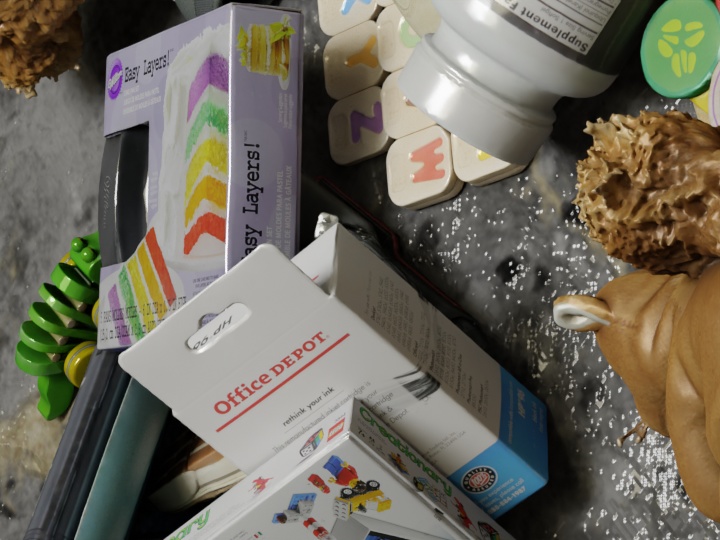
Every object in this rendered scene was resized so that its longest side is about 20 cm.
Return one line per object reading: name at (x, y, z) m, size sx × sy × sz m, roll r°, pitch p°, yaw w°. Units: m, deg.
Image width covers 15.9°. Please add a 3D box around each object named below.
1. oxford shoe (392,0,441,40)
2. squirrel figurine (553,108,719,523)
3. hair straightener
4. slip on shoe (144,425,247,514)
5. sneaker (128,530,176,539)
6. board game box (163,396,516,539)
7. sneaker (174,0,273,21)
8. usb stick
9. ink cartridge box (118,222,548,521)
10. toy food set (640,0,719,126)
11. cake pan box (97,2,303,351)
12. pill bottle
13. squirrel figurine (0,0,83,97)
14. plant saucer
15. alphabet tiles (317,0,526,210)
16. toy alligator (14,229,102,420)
oxford shoe at (-0.001, -0.193, 1.397) m, size 0.200 × 0.074 × 0.071 m, roll 57°, pitch 140°, yaw 12°
squirrel figurine at (0.171, 0.012, 1.180) m, size 0.187 × 0.141 × 0.200 m, roll 28°, pitch 135°, yaw 63°
hair straightener at (0.000, 0.000, 1.404) m, size 0.041 × 0.077 × 0.200 m, roll -53°, pitch 49°, yaw 12°
slip on shoe at (-0.056, 0.101, 1.454) m, size 0.200 × 0.061 × 0.076 m, roll -36°, pitch 21°, yaw 49°
sneaker at (-0.063, 0.199, 1.435) m, size 0.200 × 0.074 × 0.088 m, roll 9°, pitch 95°, yaw 46°
board game box at (-0.031, 0.164, 1.319) m, size 0.200 × 0.126 × 0.035 m, roll -38°, pitch 22°, yaw 26°
sneaker at (-0.045, -0.211, 1.507) m, size 0.200 × 0.074 × 0.085 m, roll -52°, pitch 55°, yaw 36°
usb stick at (-0.173, 0.130, 1.524) m, size 0.055 × 0.033 × 0.200 m, roll 104°, pitch -177°, yaw -60°
ink cartridge box at (-0.012, 0.059, 1.310) m, size 0.116 × 0.200 × 0.068 m, roll -37°, pitch 25°, yaw 25°
toy food set at (0.229, -0.117, 1.220) m, size 0.200 × 0.049 × 0.198 m, roll 44°, pitch 113°, yaw 40°
cake pan box at (-0.094, -0.047, 1.476) m, size 0.200 × 0.052 × 0.185 m, roll -7°, pitch 78°, yaw 63°
pill bottle at (0.103, -0.157, 1.302) m, size 0.111 × 0.111 × 0.200 m, roll 46°, pitch 111°, yaw 40°
squirrel figurine at (-0.214, -0.216, 1.598) m, size 0.187 × 0.141 × 0.200 m, roll -8°, pitch 65°, yaw 61°
plant saucer at (-0.145, 0.144, 1.484) m, size 0.200 × 0.027 × 0.200 m, roll -161°, pitch 90°, yaw -87°
alphabet tiles at (0.047, -0.139, 1.432) m, size 0.195 × 0.015 × 0.200 m, roll -19°, pitch 69°, yaw 41°
toy alligator at (-0.167, 0.005, 1.588) m, size 0.059 × 0.054 × 0.200 m, roll 44°, pitch 113°, yaw 40°
